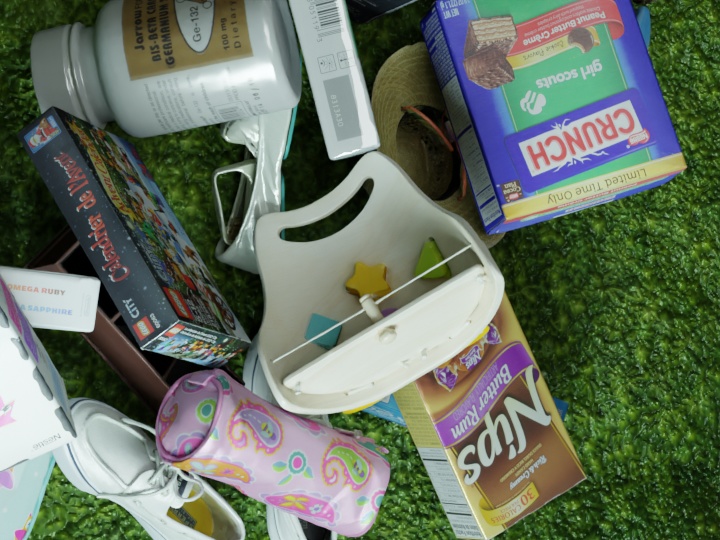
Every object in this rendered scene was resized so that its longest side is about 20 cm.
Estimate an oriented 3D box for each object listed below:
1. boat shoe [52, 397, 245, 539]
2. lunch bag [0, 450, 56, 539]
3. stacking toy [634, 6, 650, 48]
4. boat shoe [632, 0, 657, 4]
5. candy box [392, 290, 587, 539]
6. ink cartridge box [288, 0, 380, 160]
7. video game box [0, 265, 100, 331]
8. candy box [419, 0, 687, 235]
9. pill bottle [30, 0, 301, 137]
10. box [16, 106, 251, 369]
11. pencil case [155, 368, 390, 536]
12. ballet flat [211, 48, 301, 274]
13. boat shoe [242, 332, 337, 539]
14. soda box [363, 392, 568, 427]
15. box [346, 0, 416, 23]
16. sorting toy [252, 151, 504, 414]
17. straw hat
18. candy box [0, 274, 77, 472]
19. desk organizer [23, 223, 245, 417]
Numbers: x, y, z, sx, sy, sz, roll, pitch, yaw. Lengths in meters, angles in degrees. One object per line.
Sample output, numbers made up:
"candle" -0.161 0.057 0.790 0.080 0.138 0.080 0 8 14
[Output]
"boat shoe" -0.159 0.167 1.630 0.202 0.086 0.075 50 48 -34
"lunch bag" -0.330 0.126 1.571 0.200 0.077 0.161 29 76 -35
"stacking toy" 0.150 -0.218 1.850 0.200 0.110 0.116 29 59 -11
"boat shoe" 0.211 -0.330 1.903 0.075 0.075 0.203 -30 93 -11
"candy box" 0.099 0.115 1.738 0.117 0.056 0.200 -29 100 -25
"ink cartridge box" -0.024 -0.173 1.694 0.050 0.200 0.161 -14 93 2
"video game box" -0.313 0.013 1.534 0.182 0.200 0.047 10 87 -25
"candy box" 0.163 -0.150 1.749 0.169 0.077 0.200 -17 85 -10
"pill bottle" -0.155 -0.167 1.636 0.200 0.114 0.115 -11 91 8
"box" -0.170 -0.023 1.558 0.038 0.137 0.200 -36 71 11
"pencil case" -0.066 0.144 1.621 0.200 0.087 0.088 26 75 -36
"ballet flat" -0.090 -0.093 1.712 0.069 0.069 0.200 -1 106 -27
"boat shoe" -0.048 0.145 1.732 0.073 0.065 0.200 -12 92 -27
"soda box" 0.079 0.115 1.797 0.200 0.068 0.064 23 77 -23
"box" 0.030 -0.337 1.735 0.124 0.197 0.200 26 75 -23
"sorting toy" 0.000 0.000 1.650 0.200 0.107 0.180 -30 64 5
"straw hat" 0.047 -0.096 1.787 0.201 0.085 0.201 24 57 -42
"candy box" -0.312 0.066 1.409 0.168 0.072 0.200 -25 131 -1
"desk organizer" -0.175 0.046 1.670 0.072 0.077 0.200 -47 106 -22
